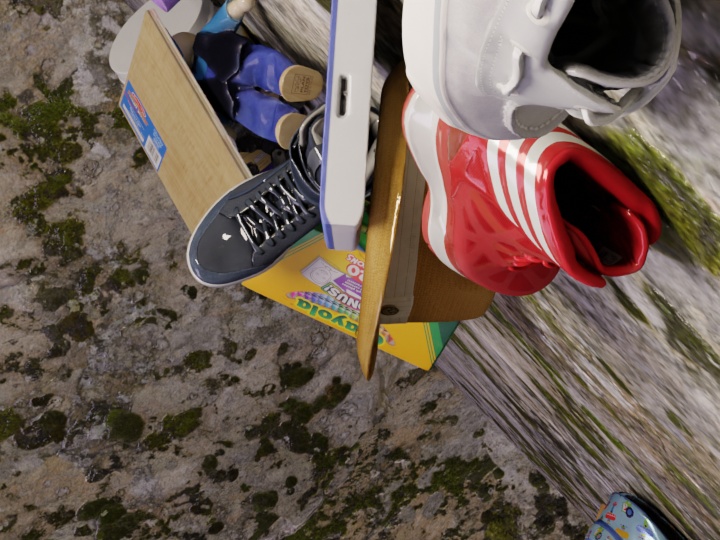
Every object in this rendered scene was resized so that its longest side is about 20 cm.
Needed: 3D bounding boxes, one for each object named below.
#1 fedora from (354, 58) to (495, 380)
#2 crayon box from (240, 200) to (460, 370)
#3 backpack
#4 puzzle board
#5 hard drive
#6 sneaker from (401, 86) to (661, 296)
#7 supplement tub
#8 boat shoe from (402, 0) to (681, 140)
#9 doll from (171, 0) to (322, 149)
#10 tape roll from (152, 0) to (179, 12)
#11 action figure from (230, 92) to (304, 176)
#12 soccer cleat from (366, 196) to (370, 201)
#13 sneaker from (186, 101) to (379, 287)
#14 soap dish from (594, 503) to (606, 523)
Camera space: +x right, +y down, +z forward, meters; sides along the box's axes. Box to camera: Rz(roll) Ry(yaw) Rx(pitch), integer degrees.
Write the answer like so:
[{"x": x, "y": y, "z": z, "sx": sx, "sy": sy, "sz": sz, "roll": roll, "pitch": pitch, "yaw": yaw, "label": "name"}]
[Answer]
[{"x": 0.043, "y": -0.026, "z": 0.755, "sx": 0.080, "sy": 0.204, "sz": 0.201, "roll": 5, "pitch": 177, "yaw": 0, "label": "fedora"}, {"x": 0.000, "y": 0.000, "z": 1.139, "sx": 0.198, "sy": 0.059, "sz": 0.119, "roll": 24, "pitch": 141, "yaw": -2, "label": "crayon box"}, {"x": 0.351, "y": 0.376, "z": 1.548, "sx": 0.201, "sy": 0.134, "sz": 0.183, "roll": 50, "pitch": 177, "yaw": 9, "label": "backpack"}, {"x": -0.159, "y": -0.117, "z": 1.159, "sx": 0.202, "sy": 0.017, "sz": 0.151, "roll": 59, "pitch": 150, "yaw": 14, "label": "puzzle board"}, {"x": -0.008, "y": -0.085, "z": 0.751, "sx": 0.025, "sy": 0.134, "sz": 0.200, "roll": 3, "pitch": 177, "yaw": -1, "label": "hard drive"}, {"x": 0.088, "y": -0.014, "z": 0.612, "sx": 0.116, "sy": 0.078, "sz": 0.200, "roll": 47, "pitch": 179, "yaw": 31, "label": "sneaker"}, {"x": -0.161, "y": -0.190, "z": 1.355, "sx": 0.200, "sy": 0.145, "sz": 0.145, "roll": 50, "pitch": 176, "yaw": -39, "label": "supplement tub"}, {"x": 0.059, "y": -0.076, "z": 0.351, "sx": 0.069, "sy": 0.072, "sz": 0.200, "roll": 47, "pitch": 168, "yaw": 16, "label": "boat shoe"}, {"x": -0.109, "y": -0.175, "z": 1.109, "sx": 0.048, "sy": 0.139, "sz": 0.199, "roll": -9, "pitch": -155, "yaw": -39, "label": "doll"}, {"x": -0.215, "y": -0.325, "z": 1.106, "sx": 0.200, "sy": 0.066, "sz": 0.200, "roll": 47, "pitch": 178, "yaw": 2, "label": "tape roll"}, {"x": -0.067, "y": -0.117, "z": 1.179, "sx": 0.198, "sy": 0.131, "sz": 0.069, "roll": 33, "pitch": 172, "yaw": 4, "label": "action figure"}, {"x": 0.049, "y": -0.026, "z": 1.240, "sx": 0.077, "sy": 0.067, "sz": 0.200, "roll": 47, "pitch": -178, "yaw": -44, "label": "soccer cleat"}, {"x": -0.058, "y": -0.061, "z": 0.998, "sx": 0.077, "sy": 0.201, "sz": 0.146, "roll": 55, "pitch": 176, "yaw": 3, "label": "sneaker"}, {"x": 0.429, "y": 0.444, "z": 1.833, "sx": 0.200, "sy": 0.081, "sz": 0.157, "roll": 48, "pitch": 178, "yaw": -29, "label": "soap dish"}]
